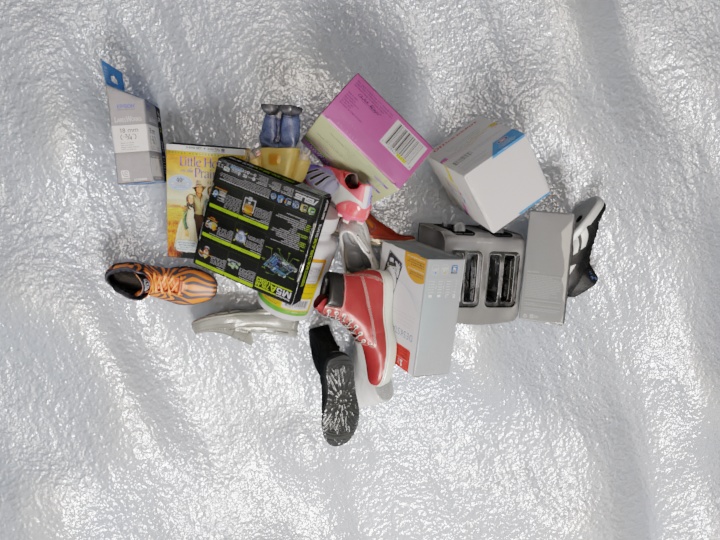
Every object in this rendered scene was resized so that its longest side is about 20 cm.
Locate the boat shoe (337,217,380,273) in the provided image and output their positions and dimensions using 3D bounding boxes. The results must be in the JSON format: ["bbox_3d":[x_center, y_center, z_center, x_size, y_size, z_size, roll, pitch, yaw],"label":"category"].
[{"bbox_3d":[0.000,0.000,1.224,0.070,0.070,0.201,-13,118,19],"label":"boat shoe"}]

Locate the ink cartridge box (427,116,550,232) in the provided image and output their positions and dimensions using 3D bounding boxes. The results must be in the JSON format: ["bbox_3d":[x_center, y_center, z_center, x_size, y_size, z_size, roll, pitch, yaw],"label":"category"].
[{"bbox_3d":[0.221,-0.181,1.220,0.128,0.200,0.126,-35,117,-1],"label":"ink cartridge box"}]

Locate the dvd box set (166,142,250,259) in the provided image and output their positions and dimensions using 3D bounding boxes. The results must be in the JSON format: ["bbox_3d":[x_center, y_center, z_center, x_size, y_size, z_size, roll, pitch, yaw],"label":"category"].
[{"bbox_3d":[-0.267,-0.118,1.184,0.145,0.029,0.202,6,105,6],"label":"dvd box set"}]

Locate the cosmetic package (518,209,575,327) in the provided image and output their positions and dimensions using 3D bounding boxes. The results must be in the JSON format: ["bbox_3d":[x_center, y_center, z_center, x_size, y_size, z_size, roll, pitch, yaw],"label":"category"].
[{"bbox_3d":[0.344,-0.007,1.240,0.089,0.107,0.202,9,95,19],"label":"cosmetic package"}]

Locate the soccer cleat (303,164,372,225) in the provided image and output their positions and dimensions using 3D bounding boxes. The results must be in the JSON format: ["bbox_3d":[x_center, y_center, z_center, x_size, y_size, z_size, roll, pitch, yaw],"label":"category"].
[{"bbox_3d":[-0.038,-0.152,1.191,0.066,0.200,0.077,5,118,-35],"label":"soccer cleat"}]

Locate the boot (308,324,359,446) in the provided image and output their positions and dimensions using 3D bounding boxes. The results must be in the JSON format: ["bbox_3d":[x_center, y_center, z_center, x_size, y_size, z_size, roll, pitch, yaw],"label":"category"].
[{"bbox_3d":[-0.057,0.202,1.225,0.065,0.200,0.167,2,99,-17],"label":"boot"}]

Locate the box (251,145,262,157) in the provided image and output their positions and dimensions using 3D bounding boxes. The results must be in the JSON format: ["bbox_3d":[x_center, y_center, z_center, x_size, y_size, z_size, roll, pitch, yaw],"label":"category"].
[{"bbox_3d":[-0.211,-0.123,1.240,0.199,0.048,0.159,-27,99,-2],"label":"box"}]

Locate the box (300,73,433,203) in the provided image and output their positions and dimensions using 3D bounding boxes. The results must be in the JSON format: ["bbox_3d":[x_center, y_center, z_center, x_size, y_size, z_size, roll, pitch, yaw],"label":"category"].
[{"bbox_3d":[0.005,-0.218,1.171,0.176,0.200,0.097,43,78,-9],"label":"box"}]

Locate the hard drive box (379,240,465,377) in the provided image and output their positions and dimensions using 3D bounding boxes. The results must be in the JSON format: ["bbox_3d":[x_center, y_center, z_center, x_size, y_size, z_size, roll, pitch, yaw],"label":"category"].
[{"bbox_3d":[0.096,0.061,1.173,0.076,0.156,0.202,-1,103,-28],"label":"hard drive box"}]

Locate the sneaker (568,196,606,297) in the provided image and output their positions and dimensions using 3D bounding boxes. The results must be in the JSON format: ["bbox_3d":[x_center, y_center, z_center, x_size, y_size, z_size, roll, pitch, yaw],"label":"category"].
[{"bbox_3d":[0.436,-0.037,1.322,0.111,0.073,0.201,32,101,-13],"label":"sneaker"}]

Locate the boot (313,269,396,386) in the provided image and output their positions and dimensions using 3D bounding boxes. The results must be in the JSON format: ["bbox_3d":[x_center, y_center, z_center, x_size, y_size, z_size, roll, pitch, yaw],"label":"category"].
[{"bbox_3d":[-0.015,0.101,1.150,0.143,0.072,0.202,-2,88,-31],"label":"boot"}]

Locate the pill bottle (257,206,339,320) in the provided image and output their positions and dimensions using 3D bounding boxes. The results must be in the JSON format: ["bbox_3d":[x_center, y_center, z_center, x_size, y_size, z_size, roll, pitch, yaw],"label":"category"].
[{"bbox_3d":[-0.107,-0.022,1.205,0.110,0.111,0.201,18,115,-8],"label":"pill bottle"}]

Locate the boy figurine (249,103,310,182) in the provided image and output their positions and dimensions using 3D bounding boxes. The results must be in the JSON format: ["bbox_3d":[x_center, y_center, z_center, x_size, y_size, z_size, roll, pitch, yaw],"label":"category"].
[{"bbox_3d":[-0.149,-0.186,1.178,0.123,0.064,0.202,9,100,10],"label":"boy figurine"}]

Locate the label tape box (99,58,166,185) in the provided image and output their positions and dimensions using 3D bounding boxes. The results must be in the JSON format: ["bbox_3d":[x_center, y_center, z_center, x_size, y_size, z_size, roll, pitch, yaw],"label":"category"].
[{"bbox_3d":[-0.382,-0.249,1.155,0.063,0.144,0.202,-6,98,-6],"label":"label tape box"}]

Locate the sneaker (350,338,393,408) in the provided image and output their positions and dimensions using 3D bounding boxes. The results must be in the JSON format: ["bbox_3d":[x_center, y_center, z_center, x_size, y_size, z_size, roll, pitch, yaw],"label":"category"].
[{"bbox_3d":[-0.008,0.164,1.288,0.073,0.115,0.202,13,60,-40],"label":"sneaker"}]

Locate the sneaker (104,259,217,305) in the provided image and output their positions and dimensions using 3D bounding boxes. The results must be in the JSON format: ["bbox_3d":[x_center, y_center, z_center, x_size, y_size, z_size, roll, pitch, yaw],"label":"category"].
[{"bbox_3d":[-0.359,0.030,1.210,0.198,0.112,0.078,6,97,-7],"label":"sneaker"}]

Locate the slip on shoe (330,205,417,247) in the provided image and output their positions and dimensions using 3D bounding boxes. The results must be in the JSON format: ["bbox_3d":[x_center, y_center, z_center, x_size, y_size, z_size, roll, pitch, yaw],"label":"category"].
[{"bbox_3d":[0.013,-0.080,1.264,0.198,0.074,0.062,14,92,-4],"label":"slip on shoe"}]

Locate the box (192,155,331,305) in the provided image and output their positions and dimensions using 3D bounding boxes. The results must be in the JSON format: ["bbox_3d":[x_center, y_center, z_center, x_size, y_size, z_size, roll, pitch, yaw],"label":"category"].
[{"bbox_3d":[-0.167,-0.068,1.129,0.198,0.047,0.195,21,108,13],"label":"box"}]

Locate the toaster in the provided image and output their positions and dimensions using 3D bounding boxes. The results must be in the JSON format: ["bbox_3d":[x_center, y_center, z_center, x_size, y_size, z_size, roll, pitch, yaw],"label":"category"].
[{"bbox_3d":[0.194,0.011,1.253,0.179,0.119,0.202,2,97,-22],"label":"toaster"}]

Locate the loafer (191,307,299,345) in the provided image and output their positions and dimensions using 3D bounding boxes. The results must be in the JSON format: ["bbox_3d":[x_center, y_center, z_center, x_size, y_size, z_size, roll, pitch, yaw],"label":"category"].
[{"bbox_3d":[-0.213,0.106,1.259,0.198,0.070,0.071,-5,89,-7],"label":"loafer"}]
